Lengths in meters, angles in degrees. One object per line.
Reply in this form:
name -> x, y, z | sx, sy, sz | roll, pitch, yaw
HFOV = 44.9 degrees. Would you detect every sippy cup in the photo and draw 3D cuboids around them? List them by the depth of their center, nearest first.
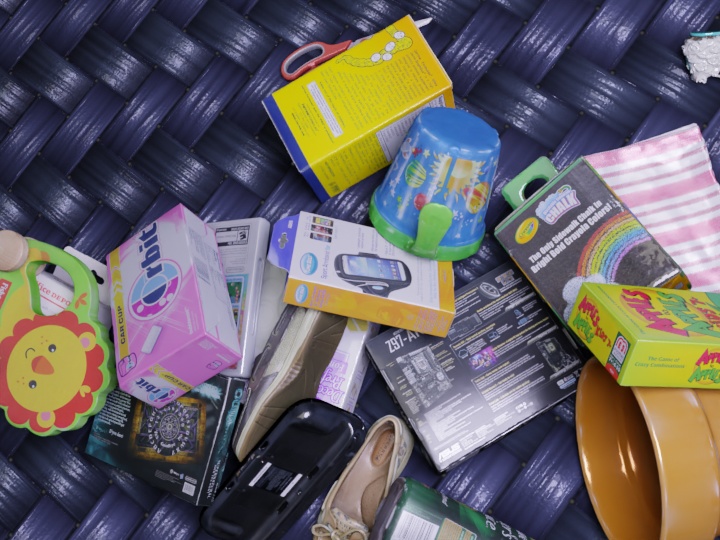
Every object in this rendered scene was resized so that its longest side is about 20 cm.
sippy cup -> 0.089, -0.102, 0.953 | 0.139, 0.131, 0.178 | -6, 43, -28

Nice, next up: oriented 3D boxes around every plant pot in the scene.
plant pot -> 0.331, 0.169, 0.840 | 0.182, 0.200, 0.202 | -7, 73, -7

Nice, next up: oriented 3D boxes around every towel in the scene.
towel -> 0.339, -0.055, 0.973 | 0.145, 0.030, 0.201 | -16, 73, 8

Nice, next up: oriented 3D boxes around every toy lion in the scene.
toy lion -> -0.359, 0.077, 0.990 | 0.190, 0.069, 0.201 | 20, 84, 8

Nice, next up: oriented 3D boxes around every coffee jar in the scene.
coffee jar -> 0.111, 0.284, 0.867 | 0.199, 0.104, 0.086 | 27, 78, -1

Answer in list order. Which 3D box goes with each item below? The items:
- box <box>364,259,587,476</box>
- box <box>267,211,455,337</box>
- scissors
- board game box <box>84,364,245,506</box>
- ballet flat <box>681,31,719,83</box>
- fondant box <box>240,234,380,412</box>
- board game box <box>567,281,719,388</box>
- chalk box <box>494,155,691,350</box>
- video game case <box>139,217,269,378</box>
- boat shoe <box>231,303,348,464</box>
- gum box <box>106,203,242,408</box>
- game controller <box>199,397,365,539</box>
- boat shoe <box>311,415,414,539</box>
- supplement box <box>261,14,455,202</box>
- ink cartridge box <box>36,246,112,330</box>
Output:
box -> 0.128, 0.103, 0.948 | 0.199, 0.044, 0.161 | -29, 71, -8
box -> 0.000, 0.000, 0.927 | 0.198, 0.042, 0.119 | 11, 37, -5
scissors -> -0.009, -0.291, 1.114 | 0.199, 0.014, 0.073 | -33, 70, 3
board game box -> -0.220, 0.164, 0.964 | 0.199, 0.028, 0.136 | 11, 83, 38
ballet flat -> 0.469, -0.250, 0.990 | 0.198, 0.072, 0.072 | -5, 74, 12
fondant box -> -0.059, 0.073, 1.004 | 0.143, 0.058, 0.201 | 15, 80, 15
board game box -> 0.304, 0.061, 0.795 | 0.198, 0.102, 0.048 | 5, 117, -18
chalk box -> 0.233, -0.028, 0.924 | 0.125, 0.124, 0.201 | -40, 66, 14
video game case -> -0.199, 0.035, 1.025 | 0.199, 0.024, 0.184 | -4, 74, 32
boat shoe -> -0.083, 0.111, 0.937 | 0.066, 0.072, 0.202 | 28, 90, 42
gum box -> -0.208, 0.032, 0.951 | 0.113, 0.066, 0.201 | -31, 49, 14
game controller -> -0.083, 0.219, 0.927 | 0.200, 0.104, 0.042 | -50, 29, 14
boat shoe -> -0.005, 0.249, 0.942 | 0.073, 0.063, 0.201 | 19, 80, 16
supplement box -> 0.003, -0.188, 1.034 | 0.199, 0.109, 0.110 | -29, 72, 2
ink cartridge box -> -0.379, 0.073, 1.057 | 0.116, 0.067, 0.201 | 25, 84, 17
